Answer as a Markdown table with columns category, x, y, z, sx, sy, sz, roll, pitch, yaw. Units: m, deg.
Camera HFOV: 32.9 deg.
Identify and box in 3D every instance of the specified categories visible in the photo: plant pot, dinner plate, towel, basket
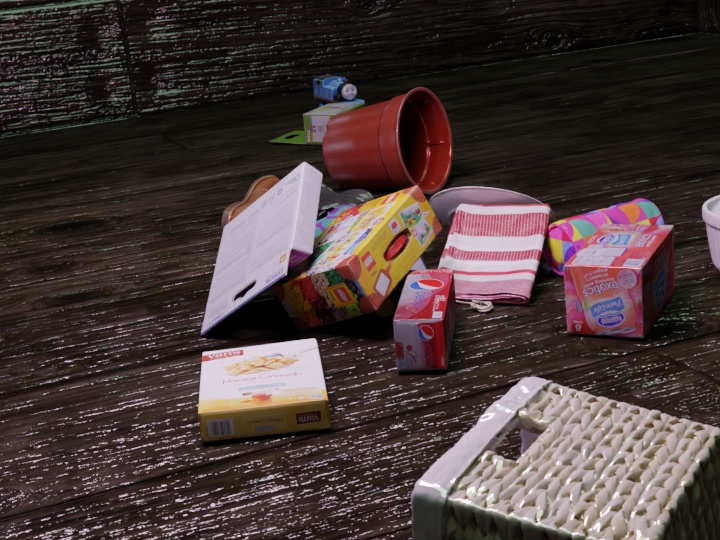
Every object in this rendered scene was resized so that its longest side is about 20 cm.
| category | x | y | z | sx | sy | sz | roll | pitch | yaw |
| --- | --- | --- | --- | --- | --- | --- | --- | --- | --- |
| plant pot | 0.045 | -0.239 | 2.347 | 0.194 | 0.202 | 0.201 | -3 | 15 | 35 |
| dinner plate | 0.203 | -0.081 | 1.885 | 0.199 | 0.024 | 0.200 | 10 | -19 | 4 |
| towel | 0.188 | -0.029 | 1.737 | 0.143 | 0.023 | 0.200 | 1 | 43 | 21 |
| basket | 0.145 | 0.205 | 0.830 | 0.160 | 0.201 | 0.198 | 7 | 21 | 29 |

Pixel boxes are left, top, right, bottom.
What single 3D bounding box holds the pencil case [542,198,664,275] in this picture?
| category | x | y | z | sx | sy | sz | roll | pitch | yaw |
| --- | --- | --- | --- | --- | --- | --- | --- | --- | --- |
| pencil case | 0.356 | -0.046 | 1.791 | 0.199 | 0.089 | 0.088 | -18 | 21 | -31 |

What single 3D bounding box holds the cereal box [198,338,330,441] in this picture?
| category | x | y | z | sx | sy | sz | roll | pitch | yaw |
| --- | --- | --- | --- | --- | --- | --- | --- | --- | --- |
| cereal box | -0.113 | 0.134 | 1.401 | 0.143 | 0.040 | 0.200 | -6 | 17 | -5 |

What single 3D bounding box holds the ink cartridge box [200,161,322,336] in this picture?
| category | x | y | z | sx | sy | sz | roll | pitch | yaw |
| --- | --- | --- | --- | --- | --- | --- | --- | --- | --- |
| ink cartridge box | -0.133 | -0.021 | 1.653 | 0.196 | 0.043 | 0.201 | -34 | 38 | 40 |

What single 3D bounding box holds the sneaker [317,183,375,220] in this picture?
| category | x | y | z | sx | sy | sz | roll | pitch | yaw |
| --- | --- | --- | --- | --- | --- | --- | --- | --- | --- |
| sneaker | -0.069 | -0.106 | 2.124 | 0.199 | 0.076 | 0.091 | 3 | 27 | 36 |

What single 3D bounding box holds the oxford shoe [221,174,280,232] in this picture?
| category | x | y | z | sx | sy | sz | roll | pitch | yaw |
| --- | --- | --- | --- | --- | --- | --- | --- | --- | --- |
| oxford shoe | -0.175 | -0.112 | 2.186 | 0.071 | 0.072 | 0.200 | 7 | 31 | 19 |

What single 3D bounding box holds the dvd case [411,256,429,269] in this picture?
| category | x | y | z | sx | sy | sz | roll | pitch | yaw |
| --- | --- | --- | --- | --- | --- | --- | --- | --- | --- |
| dvd case | 0.000 | 0.000 | 1.842 | 0.199 | 0.018 | 0.143 | -6 | 16 | -4 |

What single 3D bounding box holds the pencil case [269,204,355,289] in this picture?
| category | x | y | z | sx | sy | sz | roll | pitch | yaw |
| --- | --- | --- | --- | --- | --- | --- | --- | --- | --- |
| pencil case | -0.064 | -0.035 | 1.801 | 0.092 | 0.086 | 0.200 | 20 | 27 | 26 |

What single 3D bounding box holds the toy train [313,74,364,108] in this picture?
| category | x | y | z | sx | sy | sz | roll | pitch | yaw |
| --- | --- | --- | --- | --- | --- | --- | --- | --- | --- |
| toy train | -0.057 | -0.437 | 3.118 | 0.086 | 0.115 | 0.200 | -12 | 18 | -20 |

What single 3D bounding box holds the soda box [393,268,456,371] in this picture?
| category | x | y | z | sx | sy | sz | roll | pitch | yaw |
| --- | --- | --- | --- | --- | --- | --- | --- | --- | --- |
| soda box | 0.084 | 0.060 | 1.533 | 0.063 | 0.070 | 0.200 | -3 | 17 | 9 |

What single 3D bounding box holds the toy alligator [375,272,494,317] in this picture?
| category | x | y | z | sx | sy | sz | roll | pitch | yaw |
| --- | --- | --- | --- | --- | --- | --- | --- | --- | --- |
| toy alligator | 0.081 | 0.029 | 1.662 | 0.199 | 0.055 | 0.059 | -1 | 18 | 12 |

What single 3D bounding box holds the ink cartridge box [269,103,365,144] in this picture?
| category | x | y | z | sx | sy | sz | roll | pitch | yaw |
| --- | --- | --- | --- | --- | --- | --- | --- | --- | --- |
| ink cartridge box | -0.104 | -0.353 | 2.923 | 0.199 | 0.076 | 0.148 | 4 | 19 | 24 |

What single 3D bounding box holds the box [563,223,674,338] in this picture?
| category | x | y | z | sx | sy | sz | roll | pitch | yaw |
| --- | --- | --- | --- | --- | --- | --- | --- | --- | --- |
| box | 0.340 | 0.009 | 1.582 | 0.102 | 0.095 | 0.200 | 3 | 18 | 24 |

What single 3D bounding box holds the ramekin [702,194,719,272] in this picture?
| category | x | y | z | sx | sy | sz | roll | pitch | yaw |
| --- | --- | --- | --- | --- | --- | --- | --- | --- | --- |
| ramekin | 0.580 | -0.047 | 1.701 | 0.201 | 0.095 | 0.202 | -5 | 18 | 1 |

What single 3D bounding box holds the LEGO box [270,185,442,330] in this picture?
| category | x | y | z | sx | sy | sz | roll | pitch | yaw |
| --- | --- | --- | --- | --- | --- | --- | --- | --- | --- |
| LEGO box | -0.003 | -0.017 | 1.643 | 0.149 | 0.077 | 0.200 | -17 | 23 | 41 |
